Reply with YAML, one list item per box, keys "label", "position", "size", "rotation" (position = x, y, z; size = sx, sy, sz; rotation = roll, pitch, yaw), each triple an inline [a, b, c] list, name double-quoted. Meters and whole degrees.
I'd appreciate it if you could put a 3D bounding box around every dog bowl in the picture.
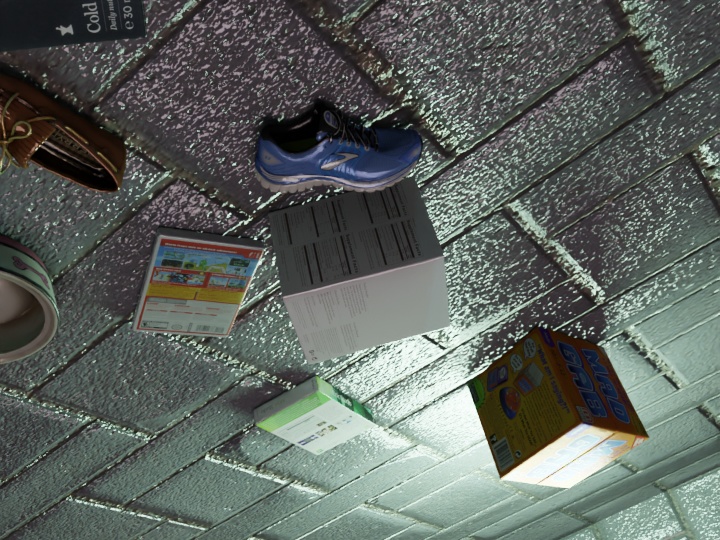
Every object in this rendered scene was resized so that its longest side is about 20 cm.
- label: "dog bowl"
  position: [-0.478, 0.033, 0.882]
  size: [0.199, 0.074, 0.201]
  rotation: [-9, 141, -7]

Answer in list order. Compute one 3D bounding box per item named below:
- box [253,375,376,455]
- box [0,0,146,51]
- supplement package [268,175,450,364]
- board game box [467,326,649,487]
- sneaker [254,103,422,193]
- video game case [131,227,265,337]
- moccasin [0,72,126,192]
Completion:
- label: "box"
  position: [-0.082, 0.274, 1.324]
  size: [0.144, 0.036, 0.200]
  rotation: [-30, 140, 17]
- label: "box"
  position: [-0.263, -0.266, 0.482]
  size: [0.196, 0.124, 0.200]
  rotation: [-12, 143, -18]
- label: "supplement package"
  position: [0.000, 0.000, 0.939]
  size: [0.199, 0.151, 0.152]
  rotation: [-15, 140, -1]
- label: "board game box"
  position: [0.359, 0.258, 1.318]
  size: [0.199, 0.201, 0.200]
  rotation: [18, 131, -33]
- label: "sneaker"
  position: [-0.023, -0.143, 0.823]
  size: [0.199, 0.079, 0.089]
  rotation: [-7, 142, -10]
- label: "video game case"
  position: [-0.230, 0.023, 0.995]
  size: [0.142, 0.017, 0.200]
  rotation: [7, 136, -25]
- label: "moccasin"
  position: [-0.336, -0.136, 0.727]
  size: [0.074, 0.078, 0.201]
  rotation: [-35, 137, 22]
